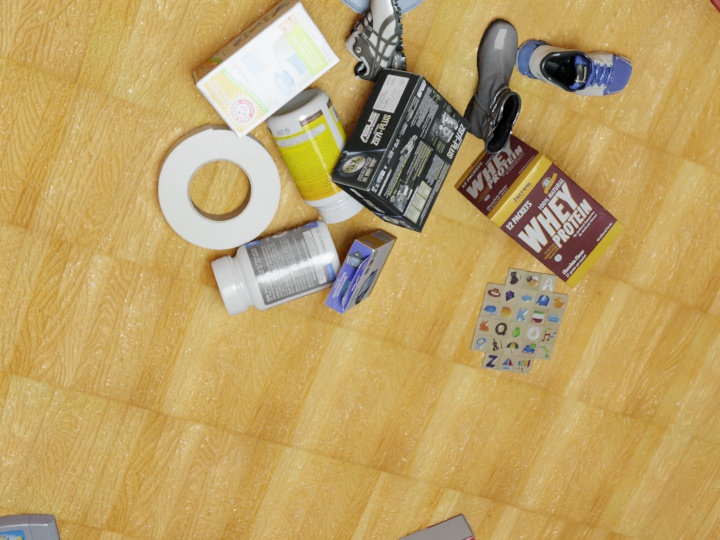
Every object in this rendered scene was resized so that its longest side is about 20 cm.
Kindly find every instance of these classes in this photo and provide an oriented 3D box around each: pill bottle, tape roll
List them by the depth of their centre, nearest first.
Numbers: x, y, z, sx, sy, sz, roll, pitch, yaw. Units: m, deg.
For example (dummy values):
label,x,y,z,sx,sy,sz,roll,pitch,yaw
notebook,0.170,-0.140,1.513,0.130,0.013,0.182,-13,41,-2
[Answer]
label,x,y,z,sx,sy,sz,roll,pitch,yaw
pill bottle,-0.065,-0.180,1.628,0.108,0.109,0.201,-26,115,-2
tape roll,-0.229,-0.134,1.646,0.201,0.037,0.205,-5,112,-12
pill bottle,-0.138,-0.001,1.677,0.198,0.114,0.115,-19,114,-6

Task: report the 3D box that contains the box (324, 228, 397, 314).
label,x,y,z,sx,sy,sz,roll,pitch,yaw
box,0.000,0.000,1.671,0.041,0.200,0.120,29,104,11

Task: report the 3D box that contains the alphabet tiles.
label,x,y,z,sx,sy,sz,roll,pitch,yaw
alphabet tiles,0.294,0.096,1.880,0.165,0.006,0.202,8,109,-16

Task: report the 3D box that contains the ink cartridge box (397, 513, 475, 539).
label,x,y,z,sx,sy,sz,roll,pitch,yaw
ink cartridge box,0.172,0.604,2.004,0.145,0.083,0.202,-21,114,-6

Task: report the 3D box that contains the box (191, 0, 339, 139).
label,x,y,z,sx,sy,sz,roll,pitch,yaw
box,-0.148,-0.313,1.561,0.199,0.101,0.113,-37,114,2

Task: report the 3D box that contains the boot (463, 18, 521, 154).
label,x,y,z,sx,sy,sz,roll,pitch,yaw
boot,0.231,-0.297,1.643,0.069,0.132,0.202,4,110,-14

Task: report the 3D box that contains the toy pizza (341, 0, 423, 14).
label,x,y,z,sx,sy,sz,roll,pitch,yaw
toy pizza,0.035,-0.495,1.574,0.198,0.032,0.202,-5,112,-13

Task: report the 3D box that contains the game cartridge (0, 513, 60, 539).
label,x,y,z,sx,sy,sz,roll,pitch,yaw
game cartridge,-0.631,0.500,1.794,0.198,0.040,0.135,-11,109,-10

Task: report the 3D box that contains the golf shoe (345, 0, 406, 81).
label,x,y,z,sx,sy,sz,roll,pitch,yaw
golf shoe,0.021,-0.368,1.568,0.093,0.078,0.201,-6,137,1

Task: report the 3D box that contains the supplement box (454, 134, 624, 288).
label,x,y,z,sx,sy,sz,roll,pitch,yaw
supplement box,0.294,-0.108,1.696,0.199,0.197,0.133,36,99,-22

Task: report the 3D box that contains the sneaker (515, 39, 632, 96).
label,x,y,z,sx,sy,sz,roll,pitch,yaw
sneaker,0.364,-0.323,1.674,0.197,0.115,0.081,7,110,-18

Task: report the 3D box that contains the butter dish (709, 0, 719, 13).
label,x,y,z,sx,sy,sz,roll,pitch,yaw
butter dish,0.630,-0.495,1.665,0.199,0.148,0.201,-25,74,-1

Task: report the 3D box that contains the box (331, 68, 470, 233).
label,x,y,z,sx,sy,sz,roll,pitch,yaw
box,0.066,-0.189,1.607,0.163,0.086,0.201,32,80,-49
